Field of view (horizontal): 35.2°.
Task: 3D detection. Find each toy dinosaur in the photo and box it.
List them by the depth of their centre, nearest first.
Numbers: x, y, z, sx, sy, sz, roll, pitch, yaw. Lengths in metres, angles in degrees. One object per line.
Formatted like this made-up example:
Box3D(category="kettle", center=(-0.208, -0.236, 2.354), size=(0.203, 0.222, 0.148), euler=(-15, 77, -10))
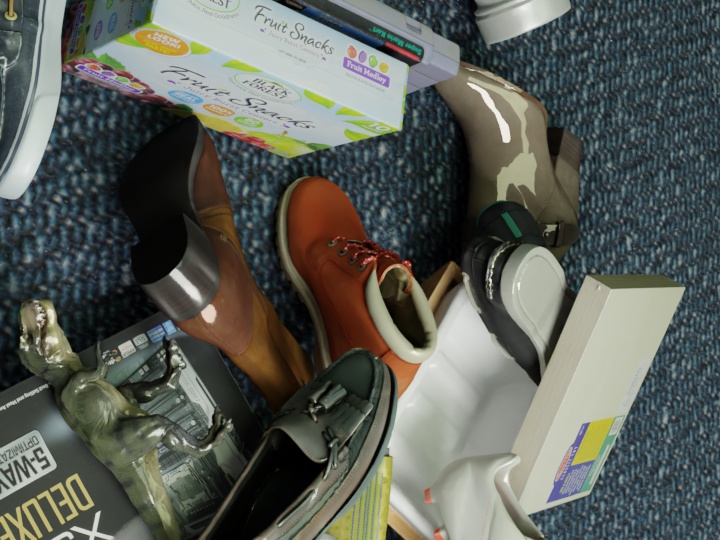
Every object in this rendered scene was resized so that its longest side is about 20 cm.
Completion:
Box3D(category="toy dinosaur", center=(-0.134, 0.095, 0.703), size=(0.088, 0.047, 0.201), euler=(-32, 88, -22))

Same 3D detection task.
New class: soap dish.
Box3D(category="soap dish", center=(0.063, 0.120, 0.916), size=(0.157, 0.081, 0.201), euler=(46, 61, -27))

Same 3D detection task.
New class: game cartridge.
Box3D(category="game cartridge", center=(-0.038, -0.170, 0.824), size=(0.198, 0.129, 0.039), euler=(18, 77, -36))

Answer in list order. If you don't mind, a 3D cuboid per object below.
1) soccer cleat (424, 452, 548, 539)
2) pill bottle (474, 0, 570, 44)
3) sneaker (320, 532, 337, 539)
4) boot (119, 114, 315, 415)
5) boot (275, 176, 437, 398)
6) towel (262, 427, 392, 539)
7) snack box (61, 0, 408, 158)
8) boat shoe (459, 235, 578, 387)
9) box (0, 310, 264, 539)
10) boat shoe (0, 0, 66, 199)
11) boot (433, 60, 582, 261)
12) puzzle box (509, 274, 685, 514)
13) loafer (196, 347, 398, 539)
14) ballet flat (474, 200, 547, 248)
Box3D(category="soccer cleat", center=(0.105, 0.228, 0.803), size=(0.069, 0.077, 0.202), euler=(29, 42, -63))
Box3D(category="pill bottle", center=(0.108, -0.302, 0.961), size=(0.110, 0.110, 0.202), euler=(-33, 107, -35))
Box3D(category="sneaker", center=(-0.103, 0.226, 0.756), size=(0.198, 0.099, 0.076), euler=(-23, 91, -21))
Box3D(category="boot", center=(-0.080, 0.007, 0.798), size=(0.068, 0.189, 0.200), euler=(-32, 130, 8))
Box3D(category="boot", center=(0.000, 0.000, 0.829), size=(0.074, 0.107, 0.202), euler=(-4, 60, -31))
Box3D(category="towel", center=(-0.054, 0.212, 0.802), size=(0.141, 0.023, 0.203), euler=(4, 80, 7))
Box3D(category="snack box", center=(-0.085, -0.139, 0.776), size=(0.198, 0.141, 0.054), euler=(17, 75, -36))
Box3D(category="boat shoe", center=(0.133, 0.042, 0.883), size=(0.074, 0.060, 0.200), euler=(-57, 140, -14))
Box3D(category="box", center=(-0.158, 0.132, 0.730), size=(0.199, 0.050, 0.159), euler=(-27, 84, -36))
Box3D(category="boat shoe", center=(-0.237, -0.149, 0.707), size=(0.090, 0.070, 0.203), euler=(14, 72, -36))
Box3D(category="boot", center=(0.118, -0.075, 0.986), size=(0.198, 0.070, 0.148), euler=(26, 79, -27))
Box3D(category="puzzle box", center=(0.180, 0.098, 0.898), size=(0.132, 0.025, 0.202), euler=(0, 116, -51))
Box3D(category="loafer", center=(-0.040, 0.126, 0.706), size=(0.201, 0.071, 0.063), euler=(-59, 138, -25))
Box3D(category="ballet flat", center=(0.145, 0.029, 0.959), size=(0.073, 0.072, 0.201), euler=(-54, 140, -28))
